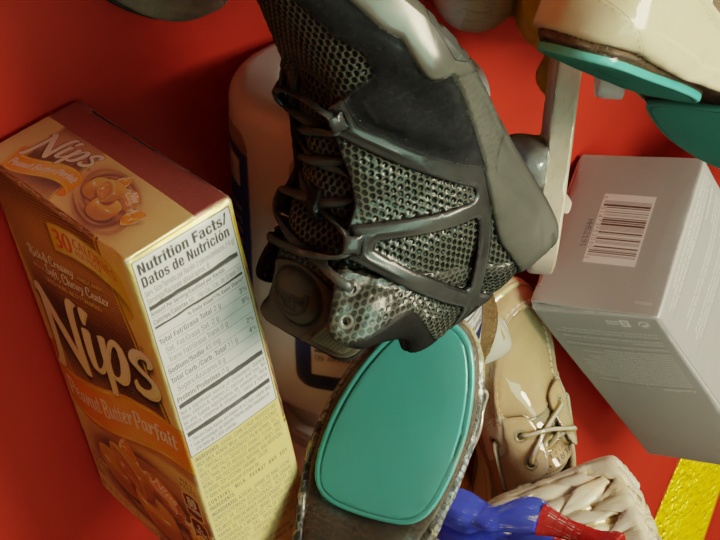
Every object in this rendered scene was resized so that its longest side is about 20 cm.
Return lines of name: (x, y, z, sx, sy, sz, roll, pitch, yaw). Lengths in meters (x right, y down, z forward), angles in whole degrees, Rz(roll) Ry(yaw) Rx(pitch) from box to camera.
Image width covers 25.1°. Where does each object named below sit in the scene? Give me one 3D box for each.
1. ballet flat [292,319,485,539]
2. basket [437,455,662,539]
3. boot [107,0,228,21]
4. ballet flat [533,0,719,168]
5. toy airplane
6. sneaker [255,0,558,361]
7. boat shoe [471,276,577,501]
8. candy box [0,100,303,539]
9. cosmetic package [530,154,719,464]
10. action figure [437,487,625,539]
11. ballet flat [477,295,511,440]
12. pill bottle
ballet flat: (0.003, 0.113, 0.721, 0.072, 0.072, 0.203, 21, 88, -47)
basket: (0.082, 0.195, 0.883, 0.198, 0.125, 0.136, -23, 160, 10)
boot: (-0.080, -0.147, 0.595, 0.068, 0.130, 0.200, -48, 137, -9)
ballet flat: (0.135, -0.089, 0.645, 0.199, 0.069, 0.070, 19, 100, -57)
toy airplane: (0.095, -0.129, 0.765, 0.200, 0.139, 0.201, 76, 31, -46)
sneaker: (-0.005, -0.038, 0.613, 0.114, 0.076, 0.200, -45, 136, -10)
boat shoe: (0.101, 0.095, 0.958, 0.072, 0.065, 0.202, -28, 130, -29)
candy box: (-0.088, 0.038, 0.708, 0.055, 0.115, 0.202, -34, 133, -25)
cosmetic package: (0.187, 0.028, 0.968, 0.200, 0.089, 0.108, 52, 52, -48)
action figure: (0.025, 0.140, 0.809, 0.099, 0.198, 0.066, -53, 145, -24)
ballet flat: (0.044, 0.061, 0.883, 0.072, 0.068, 0.202, -7, 121, -38)
pill bottle: (0.000, 0.000, 0.767, 0.119, 0.119, 0.202, -23, 128, -33)
